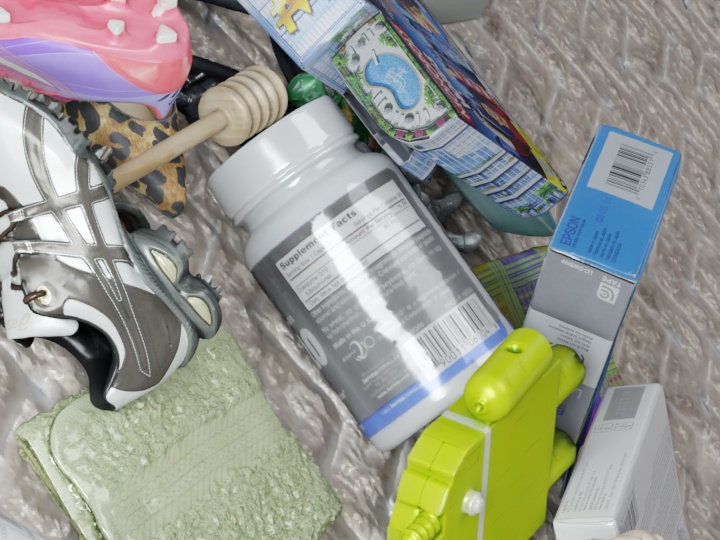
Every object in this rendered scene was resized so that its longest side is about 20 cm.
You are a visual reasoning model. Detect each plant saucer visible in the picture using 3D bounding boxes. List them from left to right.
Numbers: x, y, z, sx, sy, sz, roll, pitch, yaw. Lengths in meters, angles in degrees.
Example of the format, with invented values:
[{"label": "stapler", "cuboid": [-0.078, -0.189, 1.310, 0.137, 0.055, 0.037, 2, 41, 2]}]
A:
[{"label": "plant saucer", "cuboid": [0.071, -0.097, 1.575, 0.200, 0.036, 0.200, 51, 10, -12]}]

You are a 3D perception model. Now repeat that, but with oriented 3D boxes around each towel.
[{"label": "towel", "cuboid": [-0.090, 0.113, 1.180, 0.149, 0.036, 0.200, 55, 30, 3]}, {"label": "towel", "cuboid": [0.118, 0.058, 1.516, 0.200, 0.023, 0.144, -21, 87, -59]}]

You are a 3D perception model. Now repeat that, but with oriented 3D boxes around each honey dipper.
[{"label": "honey dipper", "cuboid": [-0.110, -0.071, 1.251, 0.038, 0.038, 0.200, 53, 39, 2]}]

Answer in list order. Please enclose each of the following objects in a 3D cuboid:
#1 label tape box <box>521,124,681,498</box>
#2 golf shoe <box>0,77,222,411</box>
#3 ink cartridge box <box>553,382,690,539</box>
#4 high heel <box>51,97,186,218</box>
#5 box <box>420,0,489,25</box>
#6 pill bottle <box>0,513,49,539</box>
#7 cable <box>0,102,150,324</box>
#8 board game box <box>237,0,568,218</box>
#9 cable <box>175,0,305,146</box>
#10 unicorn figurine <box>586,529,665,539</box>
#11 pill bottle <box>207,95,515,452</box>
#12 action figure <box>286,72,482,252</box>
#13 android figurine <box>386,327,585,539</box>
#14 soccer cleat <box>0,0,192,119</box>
[{"label": "label tape box", "cuboid": [0.145, 0.028, 1.451, 0.063, 0.201, 0.144, 20, 41, 7]}, {"label": "golf shoe", "cuboid": [-0.162, -0.016, 1.118, 0.200, 0.078, 0.095, 45, 62, -10]}, {"label": "ink cartridge box", "cuboid": [0.180, 0.195, 1.439, 0.200, 0.044, 0.177, -54, 134, -63]}, {"label": "high heel", "cuboid": [-0.123, -0.144, 1.293, 0.071, 0.142, 0.201, -6, 63, -51]}, {"label": "box", "cuboid": [0.008, -0.272, 1.578, 0.200, 0.109, 0.128, 36, 24, 19]}, {"label": "pill bottle", "cuboid": [-0.147, 0.177, 0.956, 0.200, 0.114, 0.115, 34, 35, -29]}, {"label": "cable", "cuboid": [-0.180, -0.007, 1.198, 0.097, 0.050, 0.200, 55, 40, -20]}, {"label": "board game box", "cuboid": [0.016, -0.126, 1.376, 0.200, 0.062, 0.200, 27, 23, -53]}, {"label": "cable", "cuboid": [-0.102, -0.156, 1.444, 0.199, 0.051, 0.164, 2, 52, -50]}, {"label": "unicorn figurine", "cuboid": [0.100, 0.212, 1.264, 0.074, 0.200, 0.137, 45, 3, 41]}, {"label": "pill bottle", "cuboid": [0.000, 0.000, 1.346, 0.200, 0.114, 0.114, 55, 30, 4]}, {"label": "action figure", "cuboid": [0.011, -0.073, 1.460, 0.200, 0.055, 0.118, 41, 17, -47]}, {"label": "android figurine", "cuboid": [0.074, 0.126, 1.284, 0.041, 0.183, 0.200, 19, 33, 25]}, {"label": "soccer cleat", "cuboid": [-0.194, -0.129, 1.235, 0.199, 0.077, 0.067, 7, 44, -9]}]
